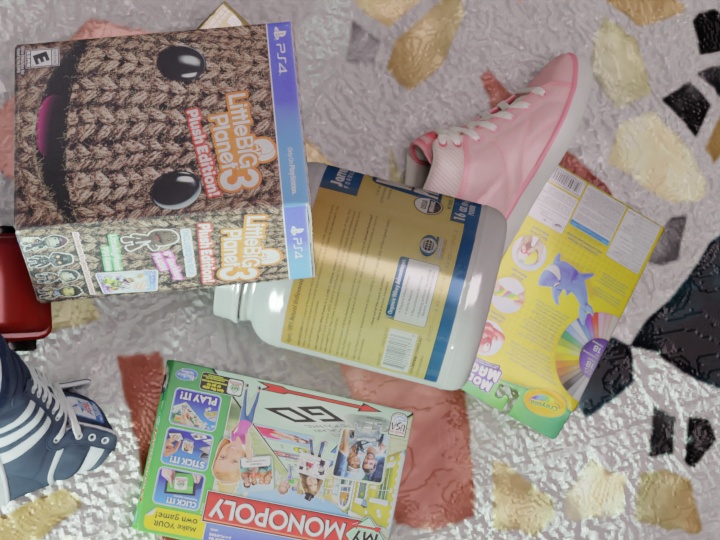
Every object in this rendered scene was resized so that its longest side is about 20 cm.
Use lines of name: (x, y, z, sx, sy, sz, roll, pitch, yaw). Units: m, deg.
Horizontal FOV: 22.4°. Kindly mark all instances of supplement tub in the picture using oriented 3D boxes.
supplement tub: (0.000, 0.000, 1.380, 0.200, 0.145, 0.145, 14, 83, 1)

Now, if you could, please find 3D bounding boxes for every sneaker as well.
sneaker: (-0.235, 0.093, 1.315, 0.108, 0.200, 0.070, -16, 55, -20)
sneaker: (0.104, -0.107, 1.463, 0.105, 0.075, 0.200, 32, 82, -15)

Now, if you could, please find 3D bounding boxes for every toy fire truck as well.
toy fire truck: (-0.305, -0.002, 1.280, 0.176, 0.200, 0.129, -3, 88, -15)

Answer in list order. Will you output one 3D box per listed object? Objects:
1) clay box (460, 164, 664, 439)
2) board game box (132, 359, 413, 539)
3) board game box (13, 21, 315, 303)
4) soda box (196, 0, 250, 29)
clay box: (0.152, 0.025, 1.484, 0.115, 0.048, 0.200, 30, 81, -10)
board game box: (-0.067, 0.156, 1.426, 0.200, 0.029, 0.135, 13, 83, -14)
board game box: (-0.138, -0.077, 1.281, 0.200, 0.097, 0.160, -6, 59, -3)
soda box: (-0.151, -0.110, 1.400, 0.068, 0.064, 0.200, 43, 77, -9)
